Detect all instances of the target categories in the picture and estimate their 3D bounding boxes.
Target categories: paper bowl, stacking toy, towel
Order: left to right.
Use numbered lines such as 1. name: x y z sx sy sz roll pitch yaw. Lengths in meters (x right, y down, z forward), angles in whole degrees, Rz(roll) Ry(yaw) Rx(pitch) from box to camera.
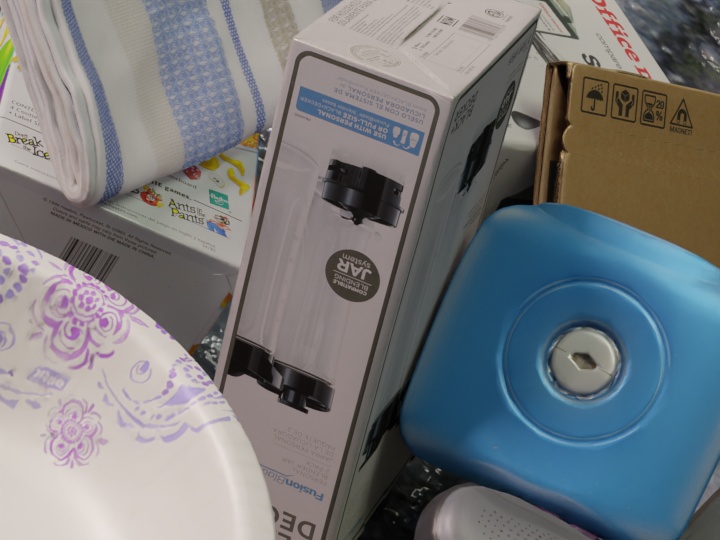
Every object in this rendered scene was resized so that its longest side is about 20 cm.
1. paper bowl: -0.132 0.086 0.612 0.200 0.105 0.201 20 37 -15
2. towel: -0.059 -0.118 0.788 0.200 0.024 0.148 -29 107 -50
3. stacking toy: 0.090 0.056 0.864 0.116 0.110 0.200 23 -11 11

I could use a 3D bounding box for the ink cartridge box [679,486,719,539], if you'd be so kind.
1. ink cartridge box: 0.201 0.165 0.834 0.200 0.145 0.084 43 34 9

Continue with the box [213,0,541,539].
1. box: 0.000 0.000 0.790 0.060 0.201 0.117 20 28 12

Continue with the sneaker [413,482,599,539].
1. sneaker: 0.114 0.127 0.728 0.200 0.088 0.075 38 45 -12

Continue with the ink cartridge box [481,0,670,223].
1. ink cartridge box: 0.059 -0.082 1.052 0.199 0.084 0.146 4 47 -40

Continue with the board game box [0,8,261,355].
1. board game box: -0.105 -0.050 0.851 0.105 0.103 0.200 24 37 -17

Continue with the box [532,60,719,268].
1. box: 0.160 -0.002 1.017 0.199 0.021 0.164 8 86 -36
